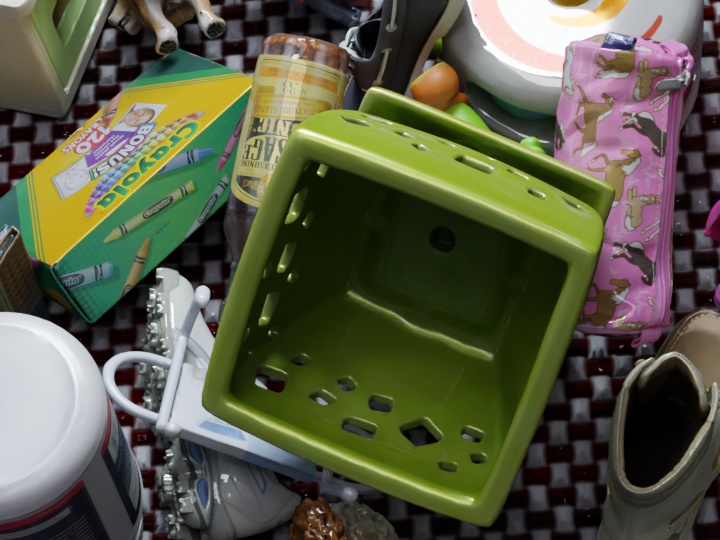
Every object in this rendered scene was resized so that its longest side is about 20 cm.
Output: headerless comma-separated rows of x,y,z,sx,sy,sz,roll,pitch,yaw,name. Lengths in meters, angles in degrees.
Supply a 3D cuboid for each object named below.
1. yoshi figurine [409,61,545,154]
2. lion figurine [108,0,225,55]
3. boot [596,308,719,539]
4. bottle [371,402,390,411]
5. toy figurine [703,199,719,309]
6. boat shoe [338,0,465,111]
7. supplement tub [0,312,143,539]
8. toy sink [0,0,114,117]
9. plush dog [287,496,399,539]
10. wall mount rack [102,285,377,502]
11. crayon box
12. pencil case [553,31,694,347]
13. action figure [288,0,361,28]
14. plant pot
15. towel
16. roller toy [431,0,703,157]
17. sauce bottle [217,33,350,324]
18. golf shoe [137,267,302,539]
0.074,-0.035,1.725,0.112,0.112,0.200,-27,81,-39,yoshi figurine
-0.157,-0.228,1.823,0.072,0.200,0.123,-25,52,-6,lion figurine
0.203,0.086,1.644,0.072,0.155,0.200,18,64,14,boot
0.000,0.000,1.764,0.083,0.065,0.200,-22,61,2,bottle
0.309,0.005,1.704,0.184,0.150,0.200,23,70,30,toy figurine
0.014,-0.163,1.777,0.063,0.200,0.073,8,56,-19,boat shoe
-0.215,0.128,1.640,0.140,0.200,0.140,-3,61,5,supplement tub
-0.255,-0.221,1.833,0.112,0.200,0.130,11,63,16,toy sink
0.018,0.227,1.577,0.200,0.172,0.160,29,68,19,plush dog
-0.065,0.092,1.635,0.200,0.075,0.174,20,34,-8,wall mount rack
-0.157,-0.062,1.792,0.200,0.058,0.119,-43,35,-17,crayon box
0.167,-0.053,1.671,0.083,0.087,0.200,4,93,-10,pencil case
-0.061,-0.276,1.864,0.200,0.105,0.194,26,40,-26,action figure
0.040,0.008,1.585,0.199,0.200,0.181,23,24,6,plant pot
-0.270,0.081,1.703,0.022,0.147,0.200,23,65,14,towel
0.150,-0.166,1.797,0.200,0.140,0.183,-18,62,-4,roller toy
-0.055,-0.057,1.735,0.066,0.066,0.200,9,84,11,sauce bottle
-0.095,0.090,1.734,0.097,0.078,0.200,-5,66,-15,golf shoe
